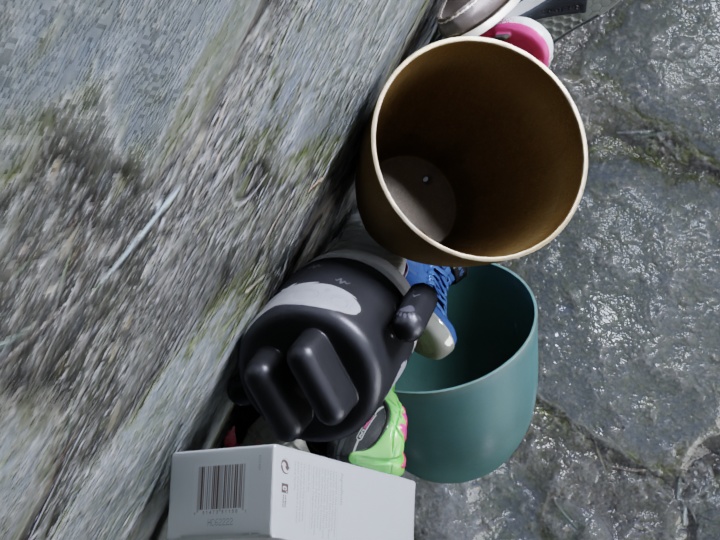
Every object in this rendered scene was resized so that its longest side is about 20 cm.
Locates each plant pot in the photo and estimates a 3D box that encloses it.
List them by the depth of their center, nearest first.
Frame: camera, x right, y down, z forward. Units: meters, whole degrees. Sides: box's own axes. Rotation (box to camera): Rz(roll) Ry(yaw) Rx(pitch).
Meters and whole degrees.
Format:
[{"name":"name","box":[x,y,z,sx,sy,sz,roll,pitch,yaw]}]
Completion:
[{"name":"plant pot","box":[0.068,-0.077,1.547,0.187,0.186,0.200,-61,-171,-20]},{"name":"plant pot","box":[0.083,0.111,1.790,0.201,0.200,0.161,-58,147,-43]}]

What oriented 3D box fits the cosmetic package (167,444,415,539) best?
[{"name":"cosmetic package","box":[-0.050,0.188,1.421,0.200,0.101,0.072,22,65,-53]}]

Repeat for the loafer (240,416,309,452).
[{"name":"loafer","box":[-0.058,0.192,1.667,0.070,0.070,0.200,-40,141,-2]}]

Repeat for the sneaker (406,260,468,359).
[{"name":"sneaker","box":[0.066,0.006,1.726,0.111,0.077,0.200,-31,-150,-10]}]

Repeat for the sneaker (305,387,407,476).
[{"name":"sneaker","box":[-0.013,0.120,1.564,0.200,0.083,0.077,-127,-140,-74]}]

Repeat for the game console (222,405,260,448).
[{"name":"game console","box":[-0.077,0.096,1.707,0.175,0.116,0.201,-9,132,-46]}]

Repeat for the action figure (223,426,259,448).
[{"name":"action figure","box":[-0.138,0.225,1.513,0.148,0.134,0.201,11,96,-40]}]

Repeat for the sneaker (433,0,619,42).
[{"name":"sneaker","box":[0.140,-0.270,1.679,0.202,0.147,0.077,-27,145,20]}]

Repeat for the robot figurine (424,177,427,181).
[{"name":"robot figurine","box":[0.109,-0.149,1.778,0.170,0.112,0.201,-102,-147,-60]}]

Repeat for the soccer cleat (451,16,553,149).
[{"name":"soccer cleat","box":[0.117,-0.181,1.596,0.086,0.070,0.200,-53,-174,-31]}]

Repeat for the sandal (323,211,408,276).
[{"name":"sandal","box":[0.007,0.001,1.657,0.203,0.082,0.050,-56,147,-61]}]

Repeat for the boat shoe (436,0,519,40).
[{"name":"boat shoe","box":[0.115,-0.266,1.554,0.072,0.060,0.200,-5,-143,44]}]

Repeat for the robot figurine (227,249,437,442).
[{"name":"robot figurine","box":[-0.023,0.062,1.467,0.200,0.150,0.125,-52,155,-62]}]
